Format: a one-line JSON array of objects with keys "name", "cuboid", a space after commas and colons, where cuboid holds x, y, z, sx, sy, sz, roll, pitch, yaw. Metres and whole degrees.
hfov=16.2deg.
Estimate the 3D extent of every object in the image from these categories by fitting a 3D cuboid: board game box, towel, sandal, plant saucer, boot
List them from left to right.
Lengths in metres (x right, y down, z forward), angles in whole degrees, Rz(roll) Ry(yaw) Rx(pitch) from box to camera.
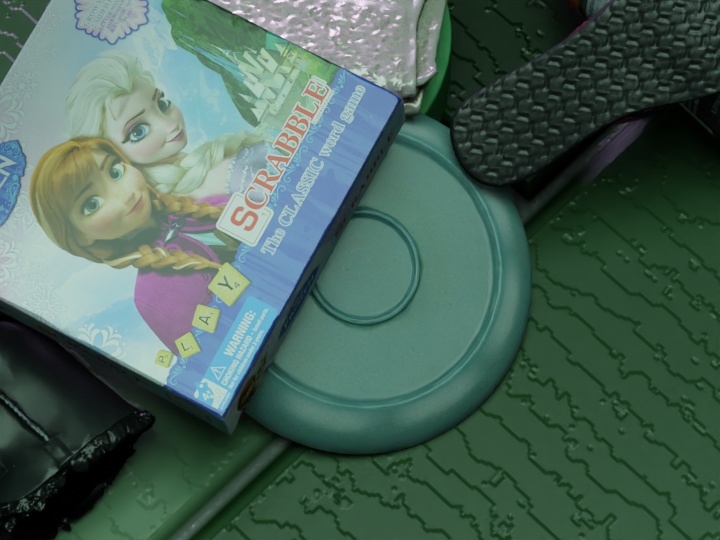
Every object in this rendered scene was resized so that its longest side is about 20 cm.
[{"name": "boot", "cuboid": [-0.177, 0.042, 1.386, 0.198, 0.073, 0.162, -43, 69, -11]}, {"name": "board game box", "cuboid": [-0.108, -0.047, 1.354, 0.199, 0.041, 0.201, 26, 77, 10]}, {"name": "towel", "cuboid": [-0.049, -0.153, 1.436, 0.199, 0.035, 0.133, 6, 53, 5]}, {"name": "plant saucer", "cuboid": [0.000, 0.000, 1.399, 0.199, 0.027, 0.201, 2, 80, -9]}, {"name": "sandal", "cuboid": [0.141, -0.112, 1.399, 0.199, 0.045, 0.075, -27, 90, 9]}]

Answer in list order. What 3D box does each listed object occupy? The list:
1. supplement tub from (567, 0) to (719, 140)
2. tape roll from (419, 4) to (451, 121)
[{"name": "supplement tub", "cuboid": [0.186, -0.167, 1.467, 0.107, 0.107, 0.200, -38, 70, -17]}, {"name": "tape roll", "cuboid": [-0.046, -0.128, 1.482, 0.199, 0.048, 0.202, 0, 65, 1]}]
